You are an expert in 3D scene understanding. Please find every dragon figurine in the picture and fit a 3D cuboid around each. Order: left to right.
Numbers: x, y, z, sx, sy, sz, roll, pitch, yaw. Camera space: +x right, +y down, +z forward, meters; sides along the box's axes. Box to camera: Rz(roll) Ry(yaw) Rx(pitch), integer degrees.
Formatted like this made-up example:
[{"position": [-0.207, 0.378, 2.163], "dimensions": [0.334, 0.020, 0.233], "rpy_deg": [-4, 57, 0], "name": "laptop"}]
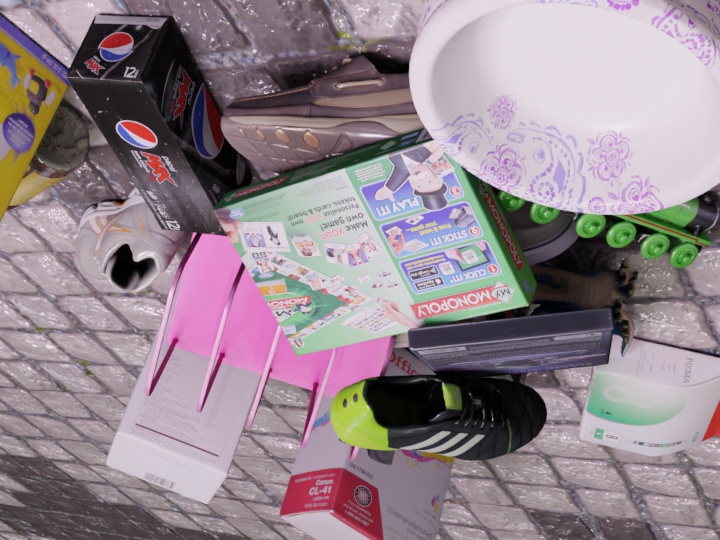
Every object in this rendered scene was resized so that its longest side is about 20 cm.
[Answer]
[{"position": [0.172, 0.023, 1.006], "dimensions": [0.098, 0.059, 0.200], "rpy_deg": [6, 169, 21], "name": "dragon figurine"}]

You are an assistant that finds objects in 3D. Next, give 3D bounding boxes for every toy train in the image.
[{"position": [0.174, -0.051, 0.867], "dimensions": [0.198, 0.042, 0.057], "rpy_deg": [15, 122, -27], "name": "toy train"}]

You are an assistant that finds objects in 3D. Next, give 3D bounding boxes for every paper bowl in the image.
[{"position": [0.135, -0.131, 0.721], "dimensions": [0.199, 0.105, 0.201], "rpy_deg": [15, 152, 8], "name": "paper bowl"}]

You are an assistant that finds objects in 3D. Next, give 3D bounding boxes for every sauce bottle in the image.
[{"position": [-0.312, -0.091, 1.096], "dimensions": [0.065, 0.065, 0.199], "rpy_deg": [35, 148, -29], "name": "sauce bottle"}]

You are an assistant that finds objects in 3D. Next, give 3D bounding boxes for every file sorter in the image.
[{"position": [-0.072, 0.062, 1.064], "dimensions": [0.198, 0.126, 0.140], "rpy_deg": [18, 117, -2], "name": "file sorter"}]

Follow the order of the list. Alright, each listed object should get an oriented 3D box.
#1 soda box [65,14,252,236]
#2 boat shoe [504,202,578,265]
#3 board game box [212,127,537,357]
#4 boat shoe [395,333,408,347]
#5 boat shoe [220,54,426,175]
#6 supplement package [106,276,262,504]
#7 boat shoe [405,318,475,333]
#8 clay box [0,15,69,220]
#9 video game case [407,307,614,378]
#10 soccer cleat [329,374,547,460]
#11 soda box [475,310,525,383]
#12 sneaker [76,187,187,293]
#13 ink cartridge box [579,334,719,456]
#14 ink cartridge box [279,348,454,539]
[{"position": [-0.153, -0.109, 0.971], "dimensions": [0.070, 0.064, 0.201], "rpy_deg": [6, 150, 19], "name": "soda box"}, {"position": [0.068, -0.050, 0.936], "dimensions": [0.198, 0.074, 0.065], "rpy_deg": [3, 153, 25], "name": "boat shoe"}, {"position": [0.008, -0.017, 0.862], "dimensions": [0.199, 0.029, 0.135], "rpy_deg": [-14, 117, 32], "name": "board game box"}, {"position": [-0.022, 0.019, 1.148], "dimensions": [0.198, 0.073, 0.063], "rpy_deg": [13, -165, -1], "name": "boat shoe"}, {"position": [0.000, -0.109, 0.875], "dimensions": [0.198, 0.074, 0.075], "rpy_deg": [4, 152, 13], "name": "boat shoe"}, {"position": [-0.158, 0.105, 1.206], "dimensions": [0.113, 0.201, 0.110], "rpy_deg": [23, 151, -7], "name": "supplement package"}, {"position": [0.000, 0.000, 0.969], "dimensions": [0.199, 0.075, 0.093], "rpy_deg": [26, 172, 8], "name": "boat shoe"}, {"position": [-0.309, -0.101, 0.933], "dimensions": [0.047, 0.201, 0.115], "rpy_deg": [-11, 141, 42], "name": "clay box"}, {"position": [0.119, 0.059, 0.936], "dimensions": [0.141, 0.019, 0.200], "rpy_deg": [-7, 169, 9], "name": "video game case"}, {"position": [0.073, 0.114, 0.985], "dimensions": [0.198, 0.068, 0.081], "rpy_deg": [2, 157, -25], "name": "soccer cleat"}, {"position": [0.096, 0.036, 1.065], "dimensions": [0.070, 0.064, 0.201], "rpy_deg": [5, 148, 22], "name": "soda box"}, {"position": [-0.225, -0.016, 1.147], "dimensions": [0.075, 0.093, 0.200], "rpy_deg": [31, 149, -22], "name": "sneaker"}, {"position": [0.310, 0.132, 1.142], "dimensions": [0.198, 0.050, 0.161], "rpy_deg": [14, 152, 12], "name": "ink cartridge box"}, {"position": [0.018, 0.187, 1.247], "dimensions": [0.147, 0.201, 0.085], "rpy_deg": [36, 146, -31], "name": "ink cartridge box"}]
